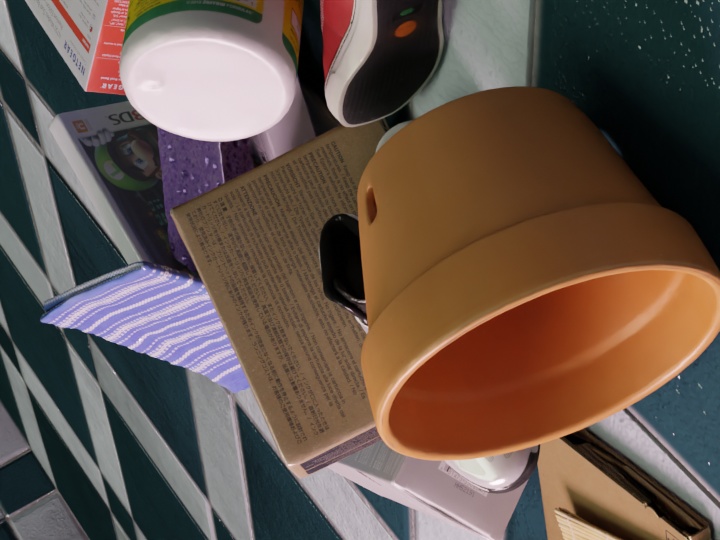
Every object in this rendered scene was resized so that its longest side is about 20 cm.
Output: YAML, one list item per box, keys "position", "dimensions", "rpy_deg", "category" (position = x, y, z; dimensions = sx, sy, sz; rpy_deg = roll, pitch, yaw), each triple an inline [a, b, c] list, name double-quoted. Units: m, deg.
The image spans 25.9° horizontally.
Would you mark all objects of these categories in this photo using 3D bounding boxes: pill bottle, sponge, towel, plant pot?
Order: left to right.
- position: [-0.126, 0.046, 1.203]
  dimensions: [0.144, 0.199, 0.024]
  rpy_deg: [-20, 57, 44]
  category: "towel"
- position: [-0.117, -0.089, 1.180]
  dimensions: [0.111, 0.030, 0.202]
  rpy_deg: [29, 129, 52]
  category: "sponge"
- position: [-0.090, -0.194, 1.015]
  dimensions: [0.113, 0.112, 0.201]
  rpy_deg: [100, 173, -58]
  category: "pill bottle"
- position: [0.083, -0.005, 0.857]
  dimensions: [0.201, 0.198, 0.141]
  rpy_deg: [102, 152, -59]
  category: "plant pot"

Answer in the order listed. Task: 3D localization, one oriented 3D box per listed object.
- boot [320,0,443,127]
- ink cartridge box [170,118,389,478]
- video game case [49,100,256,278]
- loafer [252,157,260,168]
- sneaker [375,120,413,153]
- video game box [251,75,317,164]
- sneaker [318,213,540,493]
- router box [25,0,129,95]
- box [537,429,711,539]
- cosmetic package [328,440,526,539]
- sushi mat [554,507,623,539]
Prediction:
- position: [-0.007, -0.195, 0.995]
  dimensions: [0.145, 0.072, 0.200]
  rpy_deg: [61, 160, 24]
  category: "boot"
- position: [-0.016, 0.016, 1.082]
  dimensions: [0.075, 0.164, 0.201]
  rpy_deg: [74, 170, -74]
  category: "ink cartridge box"
- position: [-0.142, -0.060, 1.318]
  dimensions: [0.023, 0.181, 0.201]
  rpy_deg: [-42, 74, 41]
  category: "video game case"
- position: [-0.054, -0.011, 1.257]
  dimensions: [0.200, 0.070, 0.070]
  rpy_deg: [47, 178, -19]
  category: "loafer"
- position: [0.087, -0.012, 1.007]
  dimensions: [0.201, 0.074, 0.082]
  rpy_deg: [56, -171, 3]
  category: "sneaker"
- position: [-0.108, -0.190, 1.221]
  dimensions: [0.182, 0.047, 0.201]
  rpy_deg: [41, 155, 49]
  category: "video game box"
- position: [0.030, 0.051, 0.964]
  dimensions: [0.201, 0.075, 0.115]
  rpy_deg: [57, -165, 17]
  category: "sneaker"
- position: [-0.198, -0.259, 1.193]
  dimensions: [0.200, 0.049, 0.181]
  rpy_deg: [52, 131, 46]
  category: "router box"
- position: [0.183, 0.209, 1.082]
  dimensions: [0.163, 0.021, 0.201]
  rpy_deg: [38, 148, 48]
  category: "box"
- position: [0.037, 0.133, 1.197]
  dimensions: [0.106, 0.091, 0.200]
  rpy_deg: [31, 167, -21]
  category: "cosmetic package"
- position: [0.200, 0.221, 1.011]
  dimensions: [0.200, 0.012, 0.096]
  rpy_deg: [19, 131, 57]
  category: "sushi mat"
